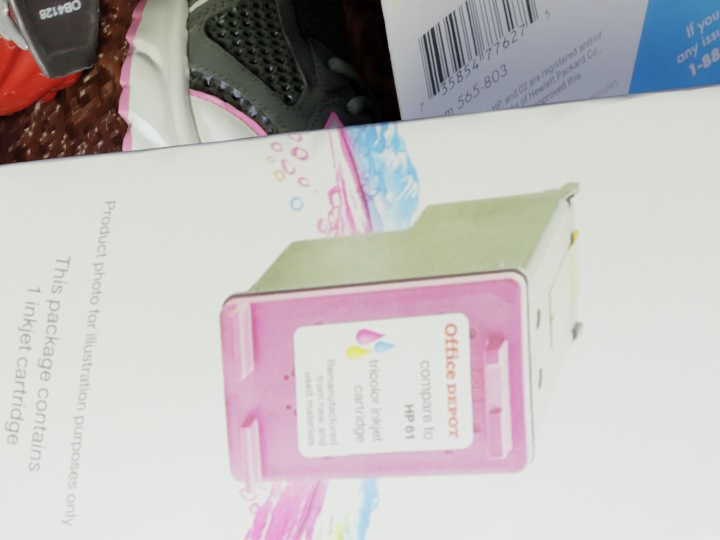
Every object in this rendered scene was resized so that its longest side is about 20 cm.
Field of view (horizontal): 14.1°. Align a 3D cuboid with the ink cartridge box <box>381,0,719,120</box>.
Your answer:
[{"bbox_3d":[0.062,-0.097,0.648,0.115,0.068,0.200,-33,50,33],"label":"ink cartridge box"}]

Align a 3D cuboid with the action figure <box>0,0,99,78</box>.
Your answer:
[{"bbox_3d":[-0.104,-0.103,0.753,0.130,0.069,0.200,-32,23,-20],"label":"action figure"}]

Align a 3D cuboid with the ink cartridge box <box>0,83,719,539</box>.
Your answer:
[{"bbox_3d":[0.027,0.038,0.515,0.200,0.145,0.085,-4,67,24],"label":"ink cartridge box"}]

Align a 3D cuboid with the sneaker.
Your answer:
[{"bbox_3d":[0.000,0.000,0.683,0.086,0.080,0.200,-17,57,17],"label":"sneaker"}]

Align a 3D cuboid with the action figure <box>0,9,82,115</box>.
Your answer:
[{"bbox_3d":[-0.148,-0.033,0.853,0.099,0.065,0.200,39,102,40],"label":"action figure"}]
